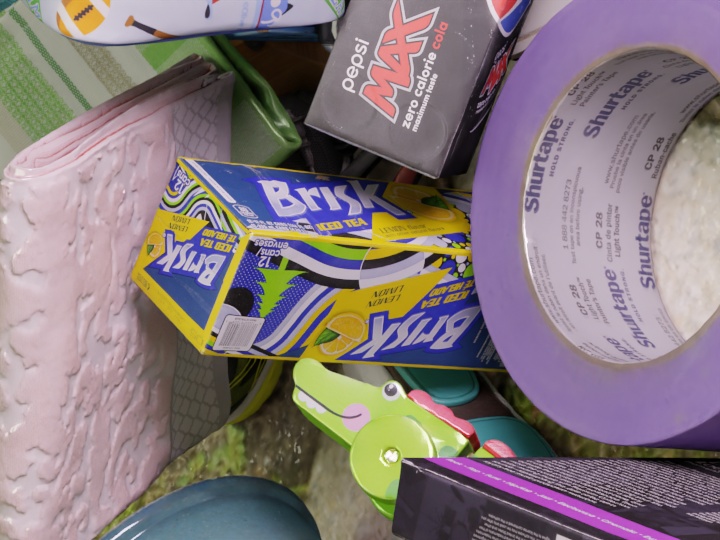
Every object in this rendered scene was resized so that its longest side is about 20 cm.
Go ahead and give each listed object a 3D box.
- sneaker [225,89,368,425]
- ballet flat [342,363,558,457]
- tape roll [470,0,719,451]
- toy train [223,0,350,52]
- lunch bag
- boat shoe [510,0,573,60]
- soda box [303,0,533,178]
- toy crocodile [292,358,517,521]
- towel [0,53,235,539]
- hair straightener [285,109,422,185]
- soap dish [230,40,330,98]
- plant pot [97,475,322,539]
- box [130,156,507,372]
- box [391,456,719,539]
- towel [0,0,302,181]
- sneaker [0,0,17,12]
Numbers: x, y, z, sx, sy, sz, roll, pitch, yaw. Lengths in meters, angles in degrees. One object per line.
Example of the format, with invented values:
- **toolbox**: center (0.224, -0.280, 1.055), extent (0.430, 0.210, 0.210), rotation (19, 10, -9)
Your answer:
- **sneaker**: center (-0.058, 0.004, 1.343), extent (0.074, 0.085, 0.201), rotation (29, 115, 18)
- **ballet flat**: center (0.045, 0.087, 1.250), extent (0.070, 0.069, 0.200), rotation (-60, 42, 25)
- **tape roll**: center (0.144, -0.024, 1.124), extent (0.200, 0.085, 0.201), rotation (-7, 81, 49)
- **toy train**: center (-0.021, -0.200, 1.255), extent (0.114, 0.086, 0.201), rotation (0, 92, 55)
- **lunch bag**: center (-0.100, -0.163, 1.156), extent (0.200, 0.160, 0.076), rotation (43, 132, 50)
- **boat shoe**: center (0.130, -0.158, 1.175), extent (0.200, 0.062, 0.075), rotation (-46, 51, 33)
- **soda box**: center (0.046, -0.144, 1.153), extent (0.071, 0.063, 0.201), rotation (22, 99, 11)
- **toy crocodile**: center (0.052, 0.098, 1.139), extent (0.200, 0.068, 0.062), rotation (35, 82, 21)
- **towel**: center (-0.109, 0.020, 1.201), extent (0.032, 0.191, 0.201), rotation (12, 115, 21)
- **hair straightener**: center (-0.004, -0.061, 1.282), extent (0.077, 0.041, 0.200), rotation (34, 95, 5)
- **soap dish**: center (-0.067, -0.168, 1.391), extent (0.157, 0.081, 0.201), rotation (-23, 69, 45)
- **plant pot**: center (-0.036, 0.233, 1.232), extent (0.196, 0.200, 0.201), rotation (38, 114, 35)
- **box**: center (0.000, 0.000, 1.198), extent (0.070, 0.199, 0.064), rotation (44, 118, 42)
- **box**: center (0.132, 0.106, 1.033), extent (0.143, 0.199, 0.036), rotation (18, 102, 49)
- **towel**: center (-0.126, -0.079, 1.324), extent (0.149, 0.031, 0.200), rotation (52, 135, -5)
- **sneaker**: center (-0.177, -0.133, 1.448), extent (0.131, 0.079, 0.200), rotation (-86, 6, -50)
